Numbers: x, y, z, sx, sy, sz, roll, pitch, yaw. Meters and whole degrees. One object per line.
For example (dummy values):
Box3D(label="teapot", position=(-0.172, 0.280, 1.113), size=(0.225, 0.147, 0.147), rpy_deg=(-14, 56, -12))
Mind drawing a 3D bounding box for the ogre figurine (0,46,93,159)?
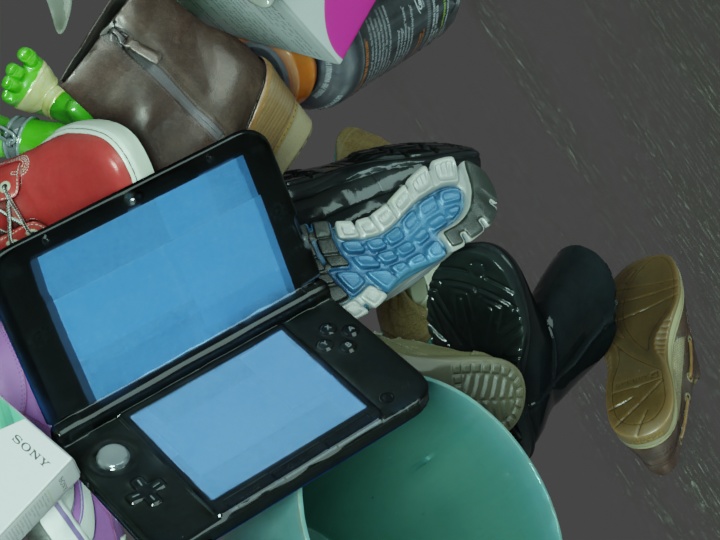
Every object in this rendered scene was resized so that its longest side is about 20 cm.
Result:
Box3D(label="ogre figurine", position=(-0.159, -0.113, 1.317), size=(0.120, 0.099, 0.200), rpy_deg=(27, 24, 30))

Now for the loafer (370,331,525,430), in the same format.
Box3D(label="loafer", position=(0.010, 0.080, 1.292), size=(0.199, 0.067, 0.076), rpy_deg=(9, 91, -16))

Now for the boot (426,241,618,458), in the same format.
Box3D(label="boot", position=(0.123, 0.026, 1.401), size=(0.168, 0.076, 0.201), rpy_deg=(-50, 139, -42))

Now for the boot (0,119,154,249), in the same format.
Box3D(label="boot", position=(-0.225, -0.025, 1.159), size=(0.144, 0.199, 0.073), rpy_deg=(-34, 104, -43))

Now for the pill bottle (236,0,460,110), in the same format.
Box3D(label="pill bottle", position=(-0.017, -0.190, 1.466), size=(0.106, 0.106, 0.200), rpy_deg=(50, 46, 2))

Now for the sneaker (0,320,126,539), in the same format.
Box3D(label="sneaker", position=(-0.159, 0.113, 1.153), size=(0.114, 0.073, 0.201), rpy_deg=(-34, 108, -24))

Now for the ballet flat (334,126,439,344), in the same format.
Box3D(label="ballet flat", position=(0.032, -0.032, 1.427), size=(0.068, 0.072, 0.201), rpy_deg=(7, 59, -32))

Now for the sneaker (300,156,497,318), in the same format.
Box3D(label="sneaker", position=(0.000, 0.000, 1.281), size=(0.199, 0.087, 0.075), rpy_deg=(-25, 76, -25))

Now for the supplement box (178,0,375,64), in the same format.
Box3D(label="supplement box", position=(-0.087, -0.231, 1.355), size=(0.102, 0.199, 0.103), rpy_deg=(-60, 141, -12))

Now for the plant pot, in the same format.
Box3D(label="plant pot", position=(0.002, 0.189, 1.202), size=(0.200, 0.161, 0.201), rpy_deg=(21, 52, -28))

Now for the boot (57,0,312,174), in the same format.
Box3D(label="boot", position=(-0.134, -0.070, 1.227), size=(0.166, 0.072, 0.201), rpy_deg=(38, 75, -31))

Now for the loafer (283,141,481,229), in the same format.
Box3D(label="loafer", position=(0.000, -0.045, 1.354), size=(0.200, 0.068, 0.071), rpy_deg=(-17, 106, -29))

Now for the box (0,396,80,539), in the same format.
Box3D(label="box", position=(-0.273, 0.135, 1.050), size=(0.144, 0.036, 0.200), rpy_deg=(37, 70, 15))

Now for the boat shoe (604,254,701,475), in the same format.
Box3D(label="boat shoe", position=(0.233, 0.074, 1.518), size=(0.072, 0.072, 0.201), rpy_deg=(56, 26, -36))

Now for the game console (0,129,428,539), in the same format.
Box3D(label="game console", position=(-0.084, 0.038, 1.099), size=(0.199, 0.119, 0.171), rpy_deg=(-30, 48, -26))

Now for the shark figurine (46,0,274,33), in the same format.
Box3D(label="shark figurine", position=(-0.142, -0.236, 1.271), size=(0.090, 0.213, 0.129), rpy_deg=(49, 51, -52))
